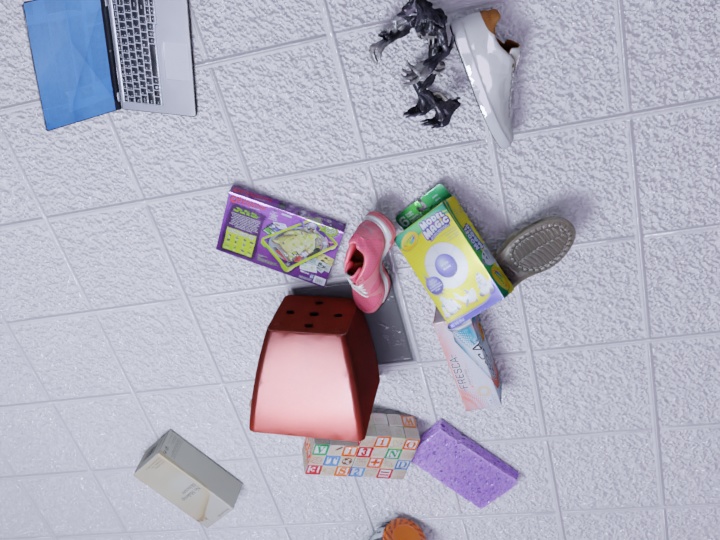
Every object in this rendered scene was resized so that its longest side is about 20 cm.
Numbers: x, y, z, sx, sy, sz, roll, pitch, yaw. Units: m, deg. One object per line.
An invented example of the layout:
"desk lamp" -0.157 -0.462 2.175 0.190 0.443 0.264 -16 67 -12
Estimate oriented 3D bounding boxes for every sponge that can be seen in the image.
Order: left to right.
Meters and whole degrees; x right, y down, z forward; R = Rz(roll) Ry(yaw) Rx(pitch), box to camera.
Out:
"sponge" 0.195 0.376 1.554 0.199 0.030 0.112 35 122 -13

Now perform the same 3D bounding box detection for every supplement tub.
"supplement tub" 0.055 0.614 1.680 0.121 0.123 0.201 24 124 -5

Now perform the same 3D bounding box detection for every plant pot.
"plant pot" -0.076 0.152 1.373 0.196 0.200 0.179 3 115 9

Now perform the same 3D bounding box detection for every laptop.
"laptop" -0.355 -0.302 1.172 0.197 0.116 0.190 7 124 6

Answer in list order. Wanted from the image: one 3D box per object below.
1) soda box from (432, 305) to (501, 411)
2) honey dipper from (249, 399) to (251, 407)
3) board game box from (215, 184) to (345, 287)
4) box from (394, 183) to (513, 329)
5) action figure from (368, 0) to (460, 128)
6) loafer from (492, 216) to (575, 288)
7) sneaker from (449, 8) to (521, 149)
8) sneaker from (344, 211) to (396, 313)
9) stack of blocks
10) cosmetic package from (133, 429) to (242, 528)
"soda box" 0.187 0.145 1.386 0.067 0.064 0.202 -13 120 19
"honey dipper" -0.118 0.280 1.549 0.197 0.038 0.038 18 124 -1
"board game box" -0.134 -0.055 1.341 0.197 0.032 0.121 20 128 -3
"box" 0.137 -0.023 1.255 0.117 0.048 0.201 -35 85 37
"action figure" 0.076 -0.292 1.095 0.101 0.119 0.202 -25 129 -12
"loafer" 0.250 -0.026 1.258 0.076 0.069 0.199 43 124 -13
"sneaker" 0.194 -0.263 1.116 0.084 0.073 0.201 -21 123 9
"sneaker" 0.000 0.000 1.295 0.073 0.087 0.202 30 138 26
"stack of blocks" -0.001 0.327 1.507 0.197 0.059 0.116 6 126 -16
"cosmetic package" -0.357 0.435 1.676 0.200 0.073 0.103 41 121 -14
